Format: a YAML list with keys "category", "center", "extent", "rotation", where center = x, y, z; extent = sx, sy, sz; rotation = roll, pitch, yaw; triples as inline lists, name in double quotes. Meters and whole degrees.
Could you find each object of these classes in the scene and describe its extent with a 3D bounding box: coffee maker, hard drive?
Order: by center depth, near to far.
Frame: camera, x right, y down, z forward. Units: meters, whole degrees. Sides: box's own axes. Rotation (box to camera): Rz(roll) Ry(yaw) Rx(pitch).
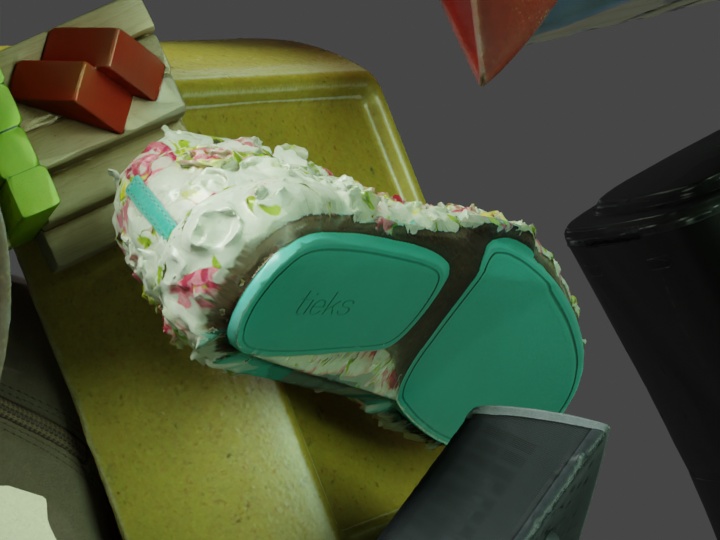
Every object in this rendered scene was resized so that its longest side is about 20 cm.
- category: "hard drive"
  center: [0.010, 0.126, 0.808]
  extent: [0.042, 0.200, 0.135]
  rotation: [31, 60, 14]
- category: "coffee maker"
  center: [0.162, 0.051, 1.028]
  extent: [0.192, 0.134, 0.201]
  rotation: [-35, 101, -46]

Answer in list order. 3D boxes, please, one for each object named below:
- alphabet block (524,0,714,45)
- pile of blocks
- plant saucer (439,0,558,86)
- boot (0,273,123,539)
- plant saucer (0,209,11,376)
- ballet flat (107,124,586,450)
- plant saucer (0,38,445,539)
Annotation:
- category: "alphabet block"
  center: [0.135, -0.208, 1.053]
  extent: [0.199, 0.195, 0.198]
  rotation: [-17, 90, -46]
- category: "pile of blocks"
  center: [-0.133, -0.036, 0.744]
  extent: [0.198, 0.062, 0.083]
  rotation: [1, 78, -15]
- category: "plant saucer"
  center: [0.029, -0.184, 0.913]
  extent: [0.200, 0.036, 0.201]
  rotation: [-107, -173, -67]
- category: "boot"
  center: [-0.106, 0.096, 0.789]
  extent: [0.146, 0.070, 0.201]
  rotation: [31, 51, -31]
- category: "plant saucer"
  center: [-0.184, 0.009, 0.695]
  extent: [0.199, 0.037, 0.202]
  rotation: [-8, 114, -19]
- category: "ballet flat"
  center: [0.000, 0.000, 0.792]
  extent: [0.064, 0.076, 0.200]
  rotation: [40, 7, 29]
- category: "plant saucer"
  center: [-0.019, 0.015, 0.868]
  extent: [0.200, 0.048, 0.201]
  rotation: [-12, 78, -64]
